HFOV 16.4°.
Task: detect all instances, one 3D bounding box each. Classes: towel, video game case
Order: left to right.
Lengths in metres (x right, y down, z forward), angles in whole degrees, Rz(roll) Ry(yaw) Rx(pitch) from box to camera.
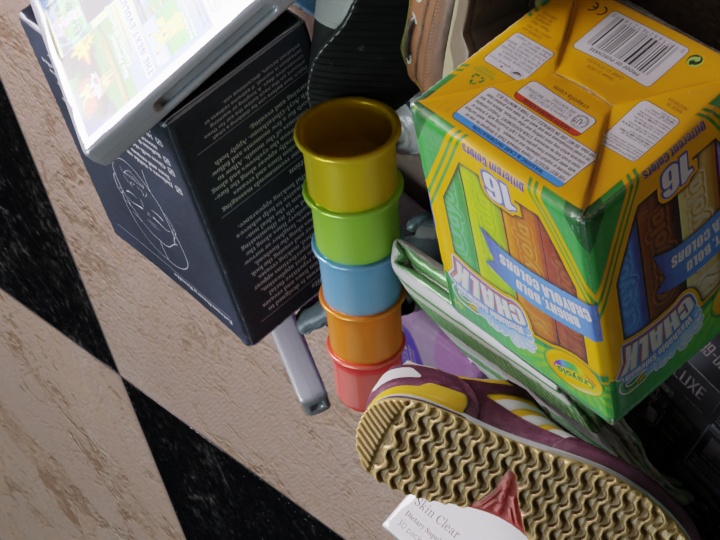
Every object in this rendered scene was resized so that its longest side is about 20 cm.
[{"bbox_3d":[-0.107,-0.185,1.359,0.022,0.182,0.200,28,-149,-47],"label":"video game case"},{"bbox_3d":[-0.067,0.001,1.708,0.182,0.022,0.200,89,158,-84],"label":"video game case"},{"bbox_3d":[0.102,0.062,1.415,0.152,0.023,0.200,34,173,37],"label":"towel"}]

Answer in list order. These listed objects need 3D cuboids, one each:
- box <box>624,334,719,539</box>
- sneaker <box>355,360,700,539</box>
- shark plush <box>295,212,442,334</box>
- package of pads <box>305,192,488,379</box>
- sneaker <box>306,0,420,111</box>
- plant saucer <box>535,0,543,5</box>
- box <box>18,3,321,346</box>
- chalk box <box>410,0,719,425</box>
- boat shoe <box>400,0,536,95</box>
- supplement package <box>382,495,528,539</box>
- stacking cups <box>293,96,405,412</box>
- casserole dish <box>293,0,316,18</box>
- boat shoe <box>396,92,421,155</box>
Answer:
[{"bbox_3d":[0.216,0.102,1.433,0.200,0.050,0.158,45,157,14],"label":"box"},{"bbox_3d":[0.099,0.105,1.364,0.200,0.090,0.075,27,117,2],"label":"sneaker"},{"bbox_3d":[0.037,-0.003,1.491,0.200,0.083,0.091,-5,120,31],"label":"shark plush"},{"bbox_3d":[0.034,0.018,1.615,0.200,0.076,0.121,39,155,28],"label":"package of pads"},{"bbox_3d":[0.012,-0.170,1.358,0.200,0.074,0.089,109,156,-44],"label":"sneaker"},{"bbox_3d":[0.126,-0.089,1.339,0.200,0.031,0.200,41,156,23],"label":"plant saucer"},{"bbox_3d":[-0.093,-0.081,1.478,0.148,0.107,0.200,38,157,37],"label":"box"},{"bbox_3d":[0.120,-0.020,1.251,0.125,0.124,0.200,35,153,36],"label":"chalk box"},{"bbox_3d":[0.056,-0.166,1.249,0.068,0.072,0.200,41,132,35],"label":"boat shoe"},{"bbox_3d":[0.140,0.186,1.452,0.200,0.111,0.156,37,175,32],"label":"supplement package"},{"bbox_3d":[0.000,0.000,1.415,0.060,0.060,0.200,32,141,38],"label":"stacking cups"},{"bbox_3d":[-0.029,-0.195,1.460,0.200,0.039,0.121,37,153,33],"label":"casserole dish"},{"bbox_3d":[-0.024,-0.102,1.555,0.200,0.066,0.072,24,145,48],"label":"boat shoe"}]
